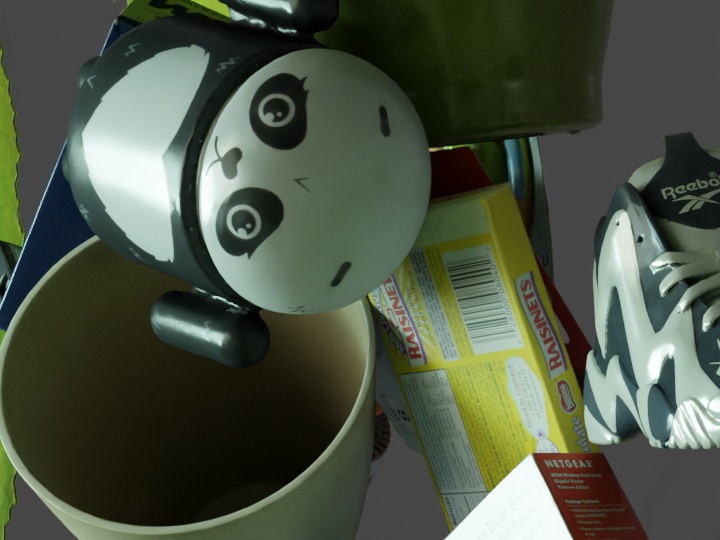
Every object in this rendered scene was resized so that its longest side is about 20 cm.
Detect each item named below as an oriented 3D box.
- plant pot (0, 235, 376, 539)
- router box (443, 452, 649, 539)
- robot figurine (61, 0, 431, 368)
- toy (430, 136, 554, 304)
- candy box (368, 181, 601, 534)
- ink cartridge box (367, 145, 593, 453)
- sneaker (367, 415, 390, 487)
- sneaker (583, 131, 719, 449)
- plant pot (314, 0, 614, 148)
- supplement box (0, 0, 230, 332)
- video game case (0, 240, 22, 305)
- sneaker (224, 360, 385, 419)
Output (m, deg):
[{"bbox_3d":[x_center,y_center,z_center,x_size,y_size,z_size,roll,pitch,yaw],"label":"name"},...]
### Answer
[{"bbox_3d":[-0.069,0.101,1.147,0.201,0.186,0.188,75,-178,-52],"label":"plant pot"},{"bbox_3d":[0.071,0.211,0.992,0.200,0.049,0.180,-50,52,34],"label":"router box"},{"bbox_3d":[-0.058,-0.051,1.033,0.199,0.125,0.151,19,139,48],"label":"robot figurine"},{"bbox_3d":[0.055,-0.057,1.202,0.115,0.047,0.202,133,138,-63],"label":"toy"},{"bbox_3d":[0.062,0.063,1.048,0.102,0.026,0.201,-9,102,53],"label":"candy box"},{"bbox_3d":[0.036,0.020,1.118,0.163,0.057,0.200,58,165,-12],"label":"ink cartridge box"},{"bbox_3d":[-0.035,0.077,1.372,0.201,0.070,0.109,-105,25,-46],"label":"sneaker"},{"bbox_3d":[0.146,0.005,0.917,0.199,0.079,0.131,164,102,-77],"label":"sneaker"},{"bbox_3d":[0.046,-0.157,1.091,0.200,0.199,0.195,177,86,-68],"label":"plant pot"},{"bbox_3d":[-0.117,-0.052,1.391,0.200,0.133,0.201,-90,24,-77],"label":"supplement box"},{"bbox_3d":[-0.135,0.054,1.457,0.026,0.199,0.181,-62,28,14],"label":"video game case"},{"bbox_3d":[0.000,0.000,1.270,0.077,0.112,0.201,25,87,57],"label":"sneaker"}]
